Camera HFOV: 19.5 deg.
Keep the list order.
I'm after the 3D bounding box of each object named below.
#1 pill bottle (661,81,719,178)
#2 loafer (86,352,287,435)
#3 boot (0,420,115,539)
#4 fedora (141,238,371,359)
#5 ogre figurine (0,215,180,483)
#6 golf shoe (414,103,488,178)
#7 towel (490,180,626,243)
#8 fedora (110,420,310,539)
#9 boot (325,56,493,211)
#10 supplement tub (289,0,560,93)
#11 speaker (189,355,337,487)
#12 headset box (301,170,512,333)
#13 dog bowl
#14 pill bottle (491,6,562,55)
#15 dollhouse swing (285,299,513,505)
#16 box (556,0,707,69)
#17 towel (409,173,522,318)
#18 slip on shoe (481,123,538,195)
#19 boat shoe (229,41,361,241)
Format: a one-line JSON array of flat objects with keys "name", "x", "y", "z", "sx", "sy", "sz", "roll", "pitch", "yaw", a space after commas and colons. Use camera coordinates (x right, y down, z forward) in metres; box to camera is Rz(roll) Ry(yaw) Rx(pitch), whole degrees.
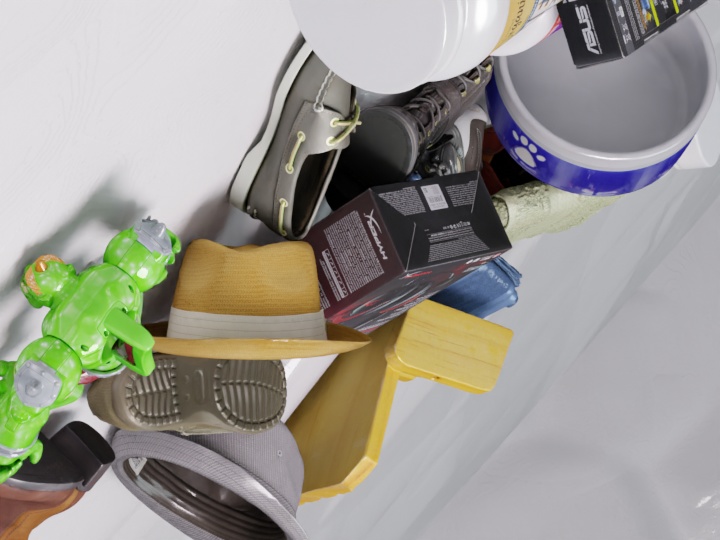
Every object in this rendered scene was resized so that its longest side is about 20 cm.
[{"name": "pill bottle", "x": 0.238, "y": -0.140, "z": 2.005, "sx": 0.114, "sy": 0.198, "sz": 0.115, "roll": 14, "pitch": 75, "yaw": -63}, {"name": "loafer", "x": -0.133, "y": 0.090, "z": 1.630, "sx": 0.199, "sy": 0.067, "sz": 0.077, "roll": 8, "pitch": 84, "yaw": -52}, {"name": "boot", "x": -0.285, "y": 0.193, "z": 1.523, "sx": 0.200, "sy": 0.068, "sz": 0.188, "roll": -46, "pitch": 176, "yaw": 8}, {"name": "fedora", "x": -0.083, "y": 0.018, "z": 1.550, "sx": 0.200, "sy": 0.199, "sz": 0.083, "roll": -10, "pitch": 101, "yaw": -71}, {"name": "ogre figurine", "x": -0.174, "y": 0.037, "z": 1.348, "sx": 0.199, "sy": 0.098, "sz": 0.120, "roll": -33, "pitch": 173, "yaw": -23}, {"name": "golf shoe", "x": 0.077, "y": -0.076, "z": 1.945, "sx": 0.094, "sy": 0.078, "sz": 0.201, "roll": -44, "pitch": 166, "yaw": -31}, {"name": "towel", "x": 0.165, "y": -0.054, "z": 1.966, "sx": 0.147, "sy": 0.037, "sz": 0.200, "roll": -15, "pitch": 172, "yaw": -16}, {"name": "fedora", "x": -0.111, "y": 0.163, "z": 1.745, "sx": 0.176, "sy": 0.200, "sz": 0.091, "roll": -17, "pitch": -139, "yaw": 55}, {"name": "boot", "x": 0.049, "y": -0.131, "z": 1.736, "sx": 0.174, "sy": 0.069, "sz": 0.200, "roll": -46, "pitch": 177, "yaw": -23}, {"name": "supplement tub", "x": 0.058, "y": -0.210, "z": 1.355, "sx": 0.200, "sy": 0.144, "sz": 0.145, "roll": -39, "pitch": 163, "yaw": -42}, {"name": "speaker", "x": -0.100, "y": 0.113, "z": 1.840, "sx": 0.201, "sy": 0.081, "sz": 0.081, "roll": -52, "pitch": 167, "yaw": 2}, {"name": "headset box", "x": 0.000, "y": 0.000, "z": 1.708, "sx": 0.199, "sy": 0.076, "sz": 0.148, "roll": -31, "pitch": 168, "yaw": 38}, {"name": "dog bowl", "x": 0.212, "y": -0.170, "z": 1.872, "sx": 0.200, "sy": 0.200, "sz": 0.079, "roll": -45, "pitch": 168, "yaw": -23}, {"name": "pill bottle", "x": 0.142, "y": -0.244, "z": 1.621, "sx": 0.200, "sy": 0.112, "sz": 0.113, "roll": -35, "pitch": 160, "yaw": -50}, {"name": "dollhouse swing", "x": 0.014, "y": 0.138, "z": 1.887, "sx": 0.181, "sy": 0.178, "sz": 0.199, "roll": 19, "pitch": 153, "yaw": -38}, {"name": "box", "x": 0.182, "y": -0.268, "z": 1.550, "sx": 0.044, "sy": 0.202, "sz": 0.160, "roll": -10, "pitch": -164, "yaw": 35}, {"name": "towel", "x": 0.056, "y": -0.008, "z": 1.898, "sx": 0.111, "sy": 0.049, "sz": 0.200, "roll": -28, "pitch": 142, "yaw": 19}, {"name": "slip on shoe", "x": 0.129, "y": -0.096, "z": 1.969, "sx": 0.199, "sy": 0.074, "sz": 0.061, "roll": -28, "pitch": -153, "yaw": 39}, {"name": "boat shoe", "x": -0.032, "y": -0.106, "z": 1.519, "sx": 0.072, "sy": 0.060, "sz": 0.202, "roll": -36, "pitch": 160, "yaw": -48}]
